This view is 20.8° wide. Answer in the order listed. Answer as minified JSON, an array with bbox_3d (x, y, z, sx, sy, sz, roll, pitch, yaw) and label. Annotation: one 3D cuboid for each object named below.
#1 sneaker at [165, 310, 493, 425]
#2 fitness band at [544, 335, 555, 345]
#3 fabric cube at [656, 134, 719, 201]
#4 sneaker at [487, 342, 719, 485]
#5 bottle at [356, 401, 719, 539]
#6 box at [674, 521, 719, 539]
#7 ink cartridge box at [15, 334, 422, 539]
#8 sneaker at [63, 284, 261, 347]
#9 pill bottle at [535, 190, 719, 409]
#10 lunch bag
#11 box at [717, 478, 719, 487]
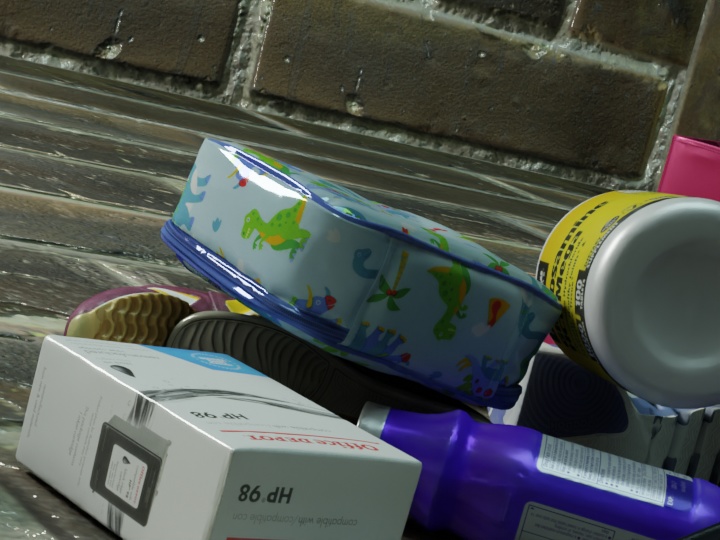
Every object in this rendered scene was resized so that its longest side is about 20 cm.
[{"bbox_3d":[-0.016,0.078,1.106,0.199,0.075,0.106,24,3,-4],"label":"sneaker"},{"bbox_3d":[0.101,0.048,1.326,0.198,0.038,0.144,-9,-7,-6],"label":"fitness band"},{"bbox_3d":[0.413,-0.019,2.067,0.195,0.201,0.200,20,9,24],"label":"fabric cube"},{"bbox_3d":[0.148,0.096,1.274,0.198,0.081,0.115,18,2,-33],"label":"sneaker"},{"bbox_3d":[0.091,0.118,1.017,0.199,0.066,0.084,16,8,5],"label":"bottle"},{"bbox_3d":[0.237,0.166,0.877,0.158,0.046,0.200,-14,24,-32],"label":"box"},{"bbox_3d":[-0.055,0.094,0.897,0.115,0.067,0.199,9,10,-42],"label":"ink cartridge box"},{"bbox_3d":[-0.123,0.044,1.132,0.090,0.076,0.200,8,-1,30],"label":"sneaker"},{"bbox_3d":[0.162,0.011,1.120,0.112,0.113,0.200,14,2,-8],"label":"pill bottle"},{"bbox_3d":[0.000,0.000,1.073,0.199,0.083,0.161,21,8,-43],"label":"lunch bag"},{"bbox_3d":[0.298,0.089,1.124,0.104,0.201,0.182,22,9,33],"label":"box"}]
